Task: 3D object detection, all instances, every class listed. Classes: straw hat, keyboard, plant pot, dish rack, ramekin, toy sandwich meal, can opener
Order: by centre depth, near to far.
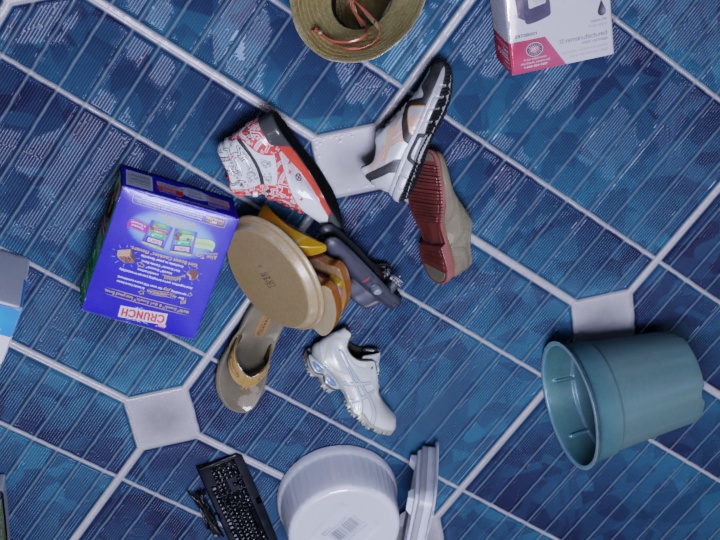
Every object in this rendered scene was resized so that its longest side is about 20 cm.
[{"bbox_3d":[0.007,-0.345,1.529,0.201,0.202,0.085,-32,159,8],"label":"straw hat"},{"bbox_3d":[-0.101,-0.002,1.666,0.070,0.205,0.206,-38,125,-33],"label":"toy sandwich meal"},{"bbox_3d":[0.000,0.000,1.699,0.079,0.063,0.200,-38,141,3],"label":"can opener"},{"bbox_3d":[0.407,0.185,1.833,0.195,0.200,0.201,-13,119,-13],"label":"plant pot"},{"bbox_3d":[0.087,0.387,1.888,0.043,0.172,0.201,8,117,0],"label":"dish rack"},{"bbox_3d":[-0.031,0.389,1.904,0.199,0.098,0.201,-4,118,-8],"label":"ramekin"},{"bbox_3d":[-0.207,0.391,1.907,0.104,0.040,0.201,-19,118,0],"label":"keyboard"}]

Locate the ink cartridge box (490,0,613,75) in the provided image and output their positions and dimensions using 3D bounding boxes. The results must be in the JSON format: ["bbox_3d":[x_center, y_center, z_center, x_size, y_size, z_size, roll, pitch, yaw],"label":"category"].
[{"bbox_3d":[0.246,-0.376,1.561,0.144,0.084,0.201,-13,119,-4],"label":"ink cartridge box"}]

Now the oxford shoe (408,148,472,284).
[{"bbox_3d":[0.120,-0.085,1.714,0.075,0.070,0.201,-24,119,-33],"label":"oxford shoe"}]

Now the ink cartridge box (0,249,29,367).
[{"bbox_3d":[-0.525,0.088,1.631,0.086,0.147,0.201,19,112,-20],"label":"ink cartridge box"}]

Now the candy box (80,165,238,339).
[{"bbox_3d":[-0.282,-0.022,1.657,0.168,0.077,0.201,16,112,-19],"label":"candy box"}]

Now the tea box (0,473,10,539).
[{"bbox_3d":[-0.598,0.441,1.775,0.133,0.197,0.201,-1,118,-10],"label":"tea box"}]

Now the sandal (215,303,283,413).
[{"bbox_3d":[-0.161,0.130,1.770,0.080,0.054,0.201,16,113,-18],"label":"sandal"}]

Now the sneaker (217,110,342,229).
[{"bbox_3d":[-0.114,-0.119,1.646,0.108,0.067,0.202,-26,123,14],"label":"sneaker"}]

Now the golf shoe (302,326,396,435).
[{"bbox_3d":[0.006,0.169,1.812,0.097,0.078,0.200,-41,118,5],"label":"golf shoe"}]

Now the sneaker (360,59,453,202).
[{"bbox_3d":[0.063,-0.198,1.630,0.080,0.074,0.201,27,100,16],"label":"sneaker"}]
